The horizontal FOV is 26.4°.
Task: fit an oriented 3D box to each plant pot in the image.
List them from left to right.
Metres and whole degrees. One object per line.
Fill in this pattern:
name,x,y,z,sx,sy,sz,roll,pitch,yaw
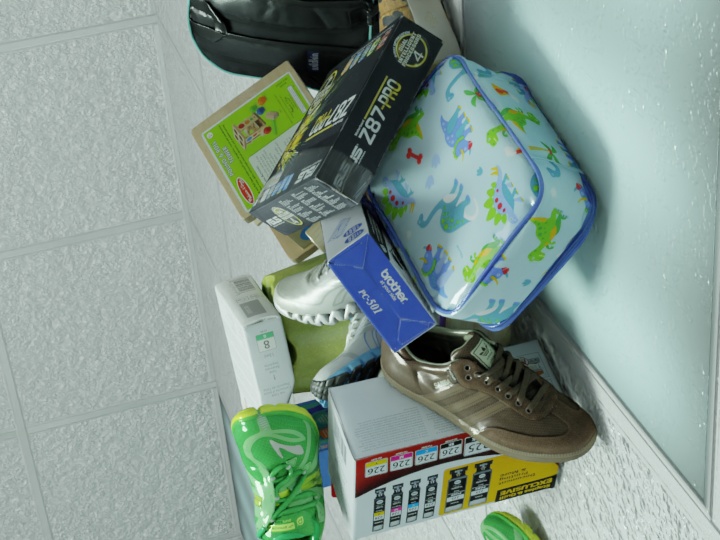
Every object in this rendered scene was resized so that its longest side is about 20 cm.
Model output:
plant pot,-0.004,0.049,1.658,0.200,0.184,0.201,167,90,-77

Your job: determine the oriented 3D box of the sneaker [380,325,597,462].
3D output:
sneaker,0.104,0.095,1.282,0.200,0.070,0.076,21,141,18

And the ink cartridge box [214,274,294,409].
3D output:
ink cartridge box,-0.102,0.121,1.648,0.161,0.050,0.201,-136,31,-68

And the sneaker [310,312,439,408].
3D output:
sneaker,0.009,0.070,1.511,0.087,0.200,0.075,41,133,20

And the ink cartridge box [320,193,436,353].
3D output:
ink cartridge box,0.011,-0.008,1.281,0.094,0.044,0.200,53,-174,-15

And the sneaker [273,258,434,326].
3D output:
sneaker,0.000,0.000,1.483,0.081,0.200,0.075,61,-148,-33

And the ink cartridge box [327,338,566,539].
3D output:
ink cartridge box,0.076,0.166,1.388,0.176,0.199,0.084,91,162,-50

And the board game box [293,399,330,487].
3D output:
board game box,0.013,0.171,1.676,0.152,0.199,0.045,-137,35,-69

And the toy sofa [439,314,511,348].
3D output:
toy sofa,0.101,0.028,1.378,0.200,0.097,0.083,90,161,-48

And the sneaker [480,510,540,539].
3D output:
sneaker,0.153,0.325,1.484,0.074,0.083,0.200,98,156,-59

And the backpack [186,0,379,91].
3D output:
backpack,-0.077,-0.285,1.599,0.176,0.199,0.154,92,-179,-51

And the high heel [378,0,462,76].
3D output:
high heel,0.037,-0.224,1.431,0.143,0.071,0.200,52,137,48

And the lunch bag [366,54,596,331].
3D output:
lunch bag,0.091,-0.062,1.230,0.161,0.082,0.200,-54,42,26

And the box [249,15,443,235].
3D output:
box,-0.015,-0.118,1.318,0.161,0.049,0.200,-64,14,-14

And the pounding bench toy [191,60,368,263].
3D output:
pounding bench toy,-0.051,-0.078,1.579,0.200,0.124,0.156,57,-174,28

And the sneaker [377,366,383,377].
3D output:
sneaker,0.068,0.128,1.526,0.200,0.075,0.106,47,-168,-38

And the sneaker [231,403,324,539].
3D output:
sneaker,-0.064,0.194,1.369,0.084,0.074,0.200,-103,-1,-47
